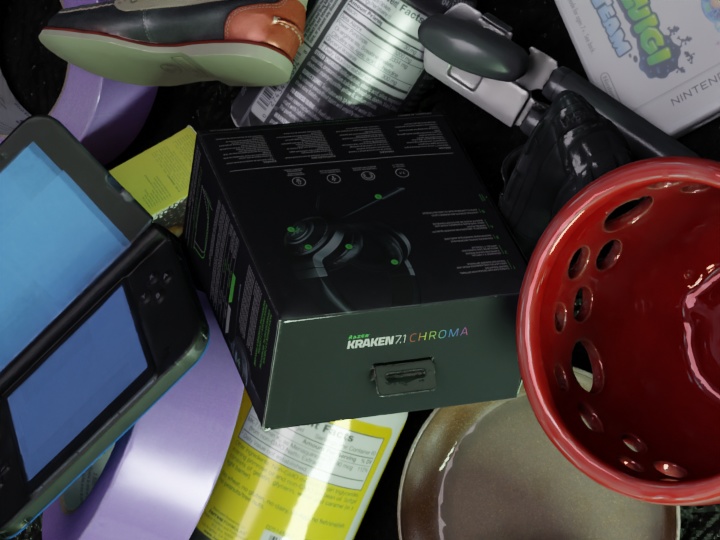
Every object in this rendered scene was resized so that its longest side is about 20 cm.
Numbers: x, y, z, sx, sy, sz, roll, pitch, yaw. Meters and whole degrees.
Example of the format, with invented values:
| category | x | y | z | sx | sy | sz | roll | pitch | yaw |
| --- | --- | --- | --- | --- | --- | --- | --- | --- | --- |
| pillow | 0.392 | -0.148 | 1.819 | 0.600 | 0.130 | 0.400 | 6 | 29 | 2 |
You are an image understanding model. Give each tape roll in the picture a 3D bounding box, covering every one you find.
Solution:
| category | x | y | z | sx | sy | sz | roll | pitch | yaw |
| --- | --- | --- | --- | --- | --- | --- | --- | --- | --- |
| tape roll | -0.145 | 0.107 | 1.718 | 0.065 | 0.200 | 0.201 | 20 | 100 | -18 |
| tape roll | -0.235 | -0.165 | 1.828 | 0.199 | 0.065 | 0.202 | 6 | 101 | 36 |

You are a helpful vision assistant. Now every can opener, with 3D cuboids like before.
| category | x | y | z | sx | sy | sz | roll | pitch | yaw |
| --- | --- | --- | --- | --- | --- | --- | --- | --- | --- |
| can opener | 0.121 | -0.098 | 1.623 | 0.199 | 0.067 | 0.054 | 35 | 111 | 10 |

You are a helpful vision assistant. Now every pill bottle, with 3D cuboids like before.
| category | x | y | z | sx | sy | sz | roll | pitch | yaw |
| --- | --- | --- | --- | --- | --- | --- | --- | --- | --- |
| pill bottle | -0.036 | 0.113 | 1.707 | 0.114 | 0.114 | 0.201 | 28 | 100 | 26 |
| pill bottle | 0.007 | -0.158 | 1.701 | 0.106 | 0.106 | 0.201 | 40 | 105 | 23 |

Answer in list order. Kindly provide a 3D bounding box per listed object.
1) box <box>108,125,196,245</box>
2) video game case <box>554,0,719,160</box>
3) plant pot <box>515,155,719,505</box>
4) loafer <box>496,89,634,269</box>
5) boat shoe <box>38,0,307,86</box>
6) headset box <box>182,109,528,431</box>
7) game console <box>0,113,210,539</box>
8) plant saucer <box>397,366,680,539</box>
| category | x | y | z | sx | sy | sz | roll | pitch | yaw |
| --- | --- | --- | --- | --- | --- | --- | --- | --- | --- |
| box | -0.187 | -0.020 | 1.755 | 0.199 | 0.075 | 0.050 | -30 | 69 | -17 |
| video game case | 0.208 | -0.199 | 1.642 | 0.181 | 0.024 | 0.201 | -28 | 76 | 24 |
| plant pot | 0.215 | 0.037 | 1.538 | 0.199 | 0.182 | 0.202 | -1 | 87 | 27 |
| loafer | 0.119 | -0.047 | 1.609 | 0.068 | 0.201 | 0.071 | -19 | 72 | -19 |
| boat shoe | -0.122 | -0.161 | 1.689 | 0.199 | 0.071 | 0.063 | 4 | 73 | 33 |
| headset box | 0.000 | 0.000 | 1.603 | 0.200 | 0.173 | 0.093 | -117 | 29 | -44 |
| game console | -0.214 | 0.036 | 1.628 | 0.200 | 0.118 | 0.171 | -44 | 37 | 15 |
| plant saucer | 0.119 | 0.159 | 1.669 | 0.199 | 0.032 | 0.202 | -1 | 88 | 28 |
